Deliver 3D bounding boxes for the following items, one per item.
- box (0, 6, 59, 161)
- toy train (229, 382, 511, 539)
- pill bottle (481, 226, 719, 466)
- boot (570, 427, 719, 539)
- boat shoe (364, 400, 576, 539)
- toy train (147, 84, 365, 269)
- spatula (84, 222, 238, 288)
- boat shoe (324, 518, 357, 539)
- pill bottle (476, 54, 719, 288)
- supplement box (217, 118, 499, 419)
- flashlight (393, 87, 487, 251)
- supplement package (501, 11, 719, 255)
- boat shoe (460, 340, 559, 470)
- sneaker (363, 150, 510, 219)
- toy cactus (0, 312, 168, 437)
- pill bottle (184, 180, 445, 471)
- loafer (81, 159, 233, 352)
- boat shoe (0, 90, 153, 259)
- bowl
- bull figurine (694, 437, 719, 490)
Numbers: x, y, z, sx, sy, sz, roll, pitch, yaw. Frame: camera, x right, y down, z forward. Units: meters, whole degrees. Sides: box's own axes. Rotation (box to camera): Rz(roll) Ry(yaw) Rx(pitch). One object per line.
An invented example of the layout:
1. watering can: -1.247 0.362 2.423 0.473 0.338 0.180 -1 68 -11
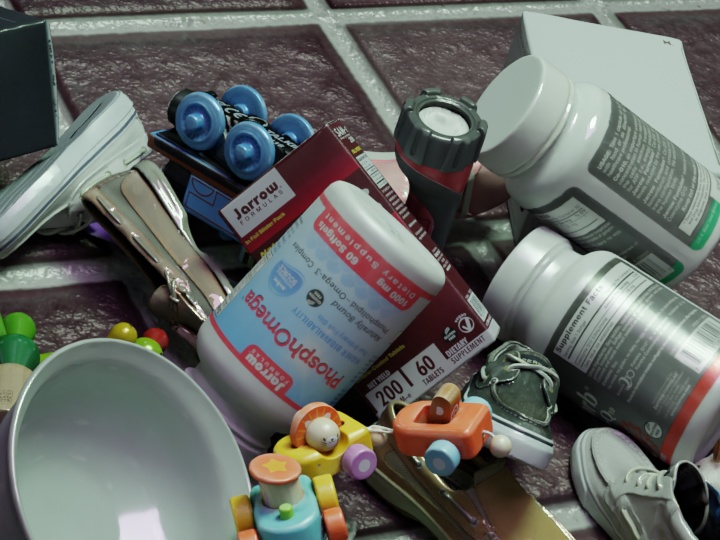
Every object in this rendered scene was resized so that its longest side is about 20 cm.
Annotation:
1. box: -0.351 -0.135 1.601 0.200 0.104 0.148 -18 26 -38
2. toy train: 0.000 0.124 1.374 0.150 0.056 0.200 4 30 31
3. pill bottle: 0.199 0.056 1.632 0.200 0.116 0.116 34 41 18
4. boot: 0.220 0.166 1.525 0.073 0.096 0.200 -3 44 -26
5. boat shoe: 0.087 0.164 1.487 0.200 0.076 0.072 32 40 16
6. toy train: -0.079 -0.066 1.651 0.200 0.114 0.087 30 24 25
7. spatula: -0.121 -0.001 1.642 0.200 0.021 0.057 32 46 13
8. boat shoe: -0.030 0.218 1.366 0.071 0.072 0.200 10 37 -5
9. pill bottle: 0.187 -0.078 1.674 0.200 0.113 0.113 34 33 -23
10. supplement box: 0.000 0.000 1.554 0.200 0.109 0.061 51 10 -1
11. flashlight: 0.040 -0.042 1.614 0.068 0.200 0.068 34 41 18
12. supplement package: 0.210 -0.115 1.845 0.156 0.111 0.200 9 39 -13
13. boat shoe: 0.107 0.088 1.520 0.072 0.071 0.200 27 7 -8
14. sneaker: 0.040 -0.051 1.724 0.200 0.075 0.105 -1 38 -12
15. toy cactus: -0.232 0.062 1.445 0.200 0.102 0.165 12 23 -9
16. pill bottle: -0.043 0.042 1.474 0.109 0.200 0.109 41 7 -6
17. loafer: -0.143 0.009 1.581 0.063 0.072 0.200 -21 64 -22
18. boat shoe: -0.223 -0.062 1.634 0.067 0.074 0.200 53 50 -17
19. bowl: -0.169 0.152 1.356 0.201 0.090 0.201 26 51 -36
20. bull figurine: 0.327 0.199 1.557 0.200 0.065 0.121 17 42 1
